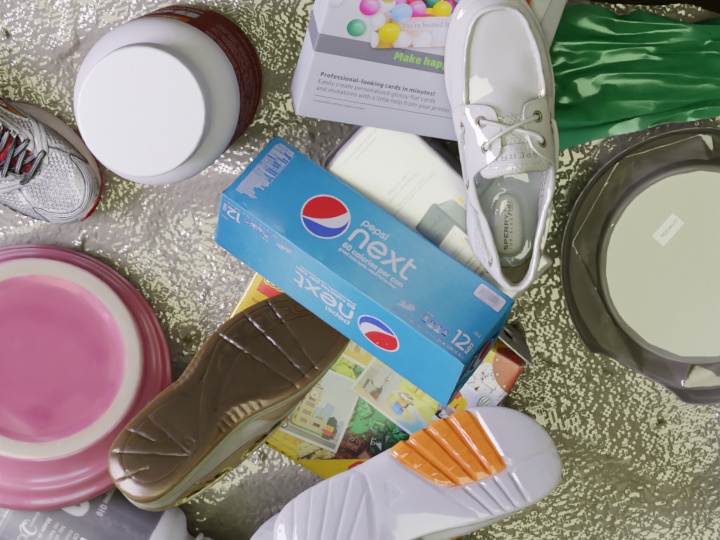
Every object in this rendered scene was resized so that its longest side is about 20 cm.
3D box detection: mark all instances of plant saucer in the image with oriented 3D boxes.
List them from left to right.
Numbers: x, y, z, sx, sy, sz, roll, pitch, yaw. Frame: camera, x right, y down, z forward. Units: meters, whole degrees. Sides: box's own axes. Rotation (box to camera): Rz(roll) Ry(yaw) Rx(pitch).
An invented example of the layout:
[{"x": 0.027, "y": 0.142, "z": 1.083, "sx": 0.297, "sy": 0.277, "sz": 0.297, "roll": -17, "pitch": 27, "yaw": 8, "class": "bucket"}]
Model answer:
[{"x": -0.233, "y": 0.070, "z": 1.445, "sx": 0.200, "sy": 0.051, "sz": 0.201, "roll": 4, "pitch": 67, "yaw": -11, "class": "plant saucer"}]

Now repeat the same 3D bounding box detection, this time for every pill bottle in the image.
[{"x": -0.199, "y": 0.203, "z": 1.490, "sx": 0.200, "sy": 0.113, "sz": 0.113, "roll": 29, "pitch": 102, "yaw": -2, "class": "pill bottle"}, {"x": -0.132, "y": -0.120, "z": 1.377, "sx": 0.112, "sy": 0.200, "sz": 0.113, "roll": 1, "pitch": 101, "yaw": 4, "class": "pill bottle"}]

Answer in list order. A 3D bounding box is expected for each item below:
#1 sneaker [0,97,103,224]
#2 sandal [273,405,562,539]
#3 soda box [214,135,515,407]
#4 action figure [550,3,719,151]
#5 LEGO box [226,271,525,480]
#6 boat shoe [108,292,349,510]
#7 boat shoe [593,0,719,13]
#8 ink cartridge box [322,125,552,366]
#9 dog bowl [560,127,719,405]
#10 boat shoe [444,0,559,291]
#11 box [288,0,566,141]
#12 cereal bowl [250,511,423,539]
[{"x": -0.277, "y": -0.095, "z": 1.453, "sx": 0.200, "sy": 0.082, "sz": 0.078, "roll": 32, "pitch": 102, "yaw": -3, "class": "sneaker"}, {"x": 0.038, "y": 0.156, "z": 1.411, "sx": 0.206, "sy": 0.059, "sz": 0.079, "roll": -19, "pitch": 72, "yaw": -2, "class": "sandal"}, {"x": 0.000, "y": 0.000, "z": 1.357, "sx": 0.200, "sy": 0.068, "sz": 0.064, "roll": 36, "pitch": 62, "yaw": 10, "class": "soda box"}, {"x": 0.200, "y": -0.139, "z": 1.419, "sx": 0.199, "sy": 0.055, "sz": 0.119, "roll": -5, "pitch": 90, "yaw": -4, "class": "action figure"}, {"x": -0.002, "y": 0.072, "z": 1.467, "sx": 0.200, "sy": 0.077, "sz": 0.149, "roll": 30, "pitch": 102, "yaw": -2, "class": "LEGO box"}, {"x": -0.088, "y": 0.089, "z": 1.391, "sx": 0.200, "sy": 0.066, "sz": 0.074, "roll": -37, "pitch": 70, "yaw": -13, "class": "boat shoe"}, {"x": 0.244, "y": -0.219, "z": 1.395, "sx": 0.199, "sy": 0.074, "sz": 0.067, "roll": 6, "pitch": 73, "yaw": -5, "class": "boat shoe"}, {"x": 0.068, "y": -0.030, "z": 1.421, "sx": 0.200, "sy": 0.117, "sz": 0.067, "roll": 43, "pitch": 97, "yaw": -5, "class": "ink cartridge box"}, {"x": 0.241, "y": -0.007, "z": 1.443, "sx": 0.199, "sy": 0.059, "sz": 0.201, "roll": 1, "pitch": 101, "yaw": 4, "class": "dog bowl"}, {"x": 0.097, "y": -0.081, "z": 1.293, "sx": 0.071, "sy": 0.069, "sz": 0.201, "roll": -10, "pitch": 116, "yaw": -2, "class": "boat shoe"}, {"x": 0.054, "y": -0.181, "z": 1.290, "sx": 0.155, "sy": 0.041, "sz": 0.201, "roll": 8, "pitch": 121, "yaw": -16, "class": "box"}, {"x": -0.008, "y": 0.269, "z": 1.468, "sx": 0.199, "sy": 0.083, "sz": 0.201, "roll": 9, "pitch": 125, "yaw": 12, "class": "cereal bowl"}]
